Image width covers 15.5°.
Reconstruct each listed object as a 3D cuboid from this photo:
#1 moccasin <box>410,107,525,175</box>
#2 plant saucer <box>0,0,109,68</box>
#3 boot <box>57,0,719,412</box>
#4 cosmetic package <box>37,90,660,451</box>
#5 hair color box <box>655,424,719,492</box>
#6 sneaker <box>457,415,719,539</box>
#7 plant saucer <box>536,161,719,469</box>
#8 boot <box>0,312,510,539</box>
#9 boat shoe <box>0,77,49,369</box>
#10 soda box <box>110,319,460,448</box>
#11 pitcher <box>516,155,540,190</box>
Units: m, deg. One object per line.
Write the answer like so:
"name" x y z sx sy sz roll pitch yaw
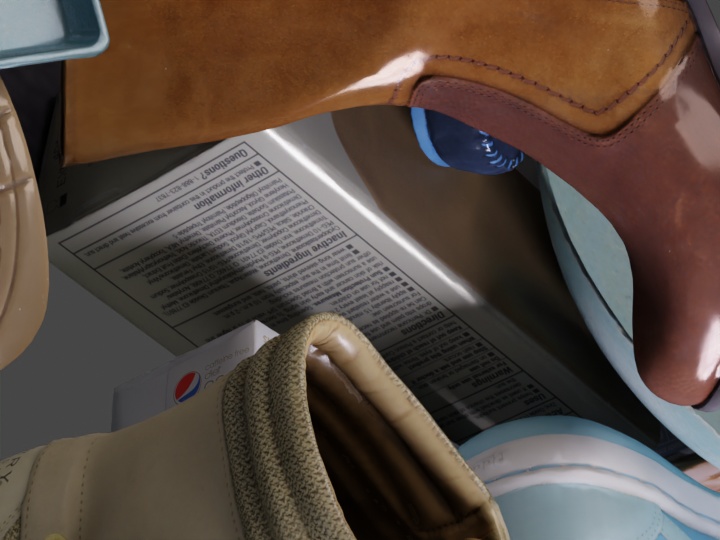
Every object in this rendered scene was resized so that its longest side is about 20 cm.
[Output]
"moccasin" 0.065 -0.126 0.808 0.080 0.068 0.201 13 90 -68
"plant saucer" -0.165 -0.072 0.667 0.200 0.019 0.070 -11 81 -27
"boot" 0.015 -0.045 0.740 0.068 0.199 0.189 -126 -148 -71
"cosmetic package" 0.000 0.000 0.860 0.200 0.105 0.071 40 39 -35
"hair color box" 0.142 0.055 1.025 0.200 0.099 0.061 8 62 -52
"sneaker" 0.106 0.137 0.824 0.200 0.079 0.131 24 48 -33
"plant saucer" 0.126 0.014 0.875 0.201 0.039 0.201 28 36 -22
"boot" -0.021 0.124 0.694 0.073 0.155 0.200 -15 80 -57
"boat shoe" -0.149 -0.060 0.723 0.200 0.072 0.065 58 -11 -3
"soda box" 0.010 0.094 0.845 0.200 0.064 0.068 34 43 -39
"pitcher" 0.044 -0.073 0.974 0.171 0.121 0.200 -23 77 -46
